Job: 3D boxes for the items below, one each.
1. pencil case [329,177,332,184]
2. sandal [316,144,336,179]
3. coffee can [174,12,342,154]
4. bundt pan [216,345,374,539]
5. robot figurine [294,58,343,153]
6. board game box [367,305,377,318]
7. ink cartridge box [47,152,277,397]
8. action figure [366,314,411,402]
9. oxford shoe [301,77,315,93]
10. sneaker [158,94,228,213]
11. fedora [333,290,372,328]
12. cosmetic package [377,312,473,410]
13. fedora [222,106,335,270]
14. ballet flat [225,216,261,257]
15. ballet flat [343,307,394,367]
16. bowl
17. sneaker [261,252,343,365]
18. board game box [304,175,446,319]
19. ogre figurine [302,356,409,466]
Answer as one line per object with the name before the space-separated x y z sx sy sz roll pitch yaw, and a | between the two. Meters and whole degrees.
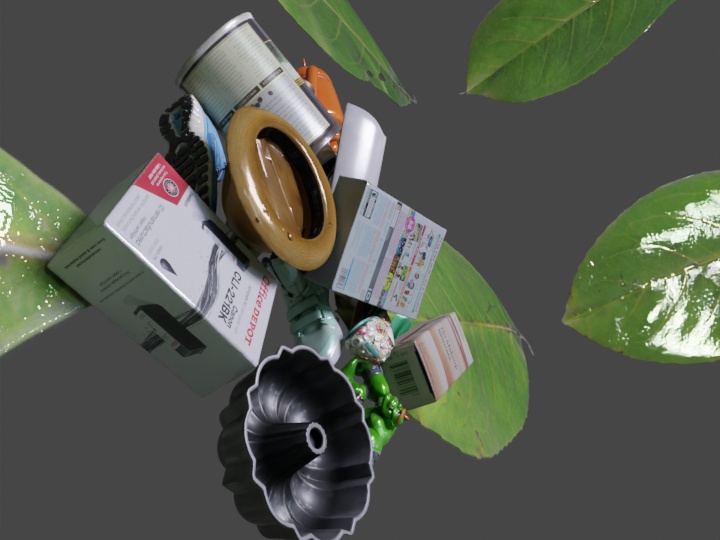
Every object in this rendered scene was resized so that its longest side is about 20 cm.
pencil case | -0.014 -0.152 1.161 0.091 0.082 0.203 111 -43 -71
sandal | -0.068 -0.179 1.029 0.079 0.058 0.210 121 -40 -64
coffee can | -0.143 -0.236 0.807 0.200 0.146 0.147 49 24 -15
bundt pan | -0.073 0.187 0.600 0.201 0.075 0.204 37 40 -39
robot figurine | -0.097 -0.329 1.139 0.143 0.116 0.203 27 40 -56
board game box | 0.044 0.050 1.009 0.032 0.121 0.200 30 23 1
ink cartridge box | -0.184 0.006 0.575 0.201 0.083 0.145 51 23 -28
action figure | 0.054 0.166 0.976 0.119 0.054 0.200 60 28 -9
oxford shoe | -0.177 -0.293 0.898 0.071 0.197 0.072 89 22 -76
sneaker | -0.200 -0.136 0.724 0.090 0.078 0.202 39 31 -51
fedora | 0.000 0.000 0.952 0.081 0.203 0.201 24 21 7
cosmetic package | 0.109 0.148 0.938 0.199 0.086 0.105 -22 89 -62
fedora | -0.109 -0.089 0.671 0.200 0.081 0.203 39 40 -43
ballet flat | -0.151 -0.051 0.753 0.202 0.067 0.063 -93 157 -47
ballet flat | 0.018 0.101 0.815 0.064 0.076 0.200 48 9 4
bowl | -0.009 -0.150 0.930 0.200 0.073 0.203 128 -27 -83
sneaker | -0.087 0.044 0.765 0.119 0.073 0.202 52 14 -38
board game box | 0.028 -0.026 0.803 0.199 0.064 0.150 23 86 -47
ogre figurine | 0.001 0.191 0.778 0.120 0.098 0.200 46 4 8
